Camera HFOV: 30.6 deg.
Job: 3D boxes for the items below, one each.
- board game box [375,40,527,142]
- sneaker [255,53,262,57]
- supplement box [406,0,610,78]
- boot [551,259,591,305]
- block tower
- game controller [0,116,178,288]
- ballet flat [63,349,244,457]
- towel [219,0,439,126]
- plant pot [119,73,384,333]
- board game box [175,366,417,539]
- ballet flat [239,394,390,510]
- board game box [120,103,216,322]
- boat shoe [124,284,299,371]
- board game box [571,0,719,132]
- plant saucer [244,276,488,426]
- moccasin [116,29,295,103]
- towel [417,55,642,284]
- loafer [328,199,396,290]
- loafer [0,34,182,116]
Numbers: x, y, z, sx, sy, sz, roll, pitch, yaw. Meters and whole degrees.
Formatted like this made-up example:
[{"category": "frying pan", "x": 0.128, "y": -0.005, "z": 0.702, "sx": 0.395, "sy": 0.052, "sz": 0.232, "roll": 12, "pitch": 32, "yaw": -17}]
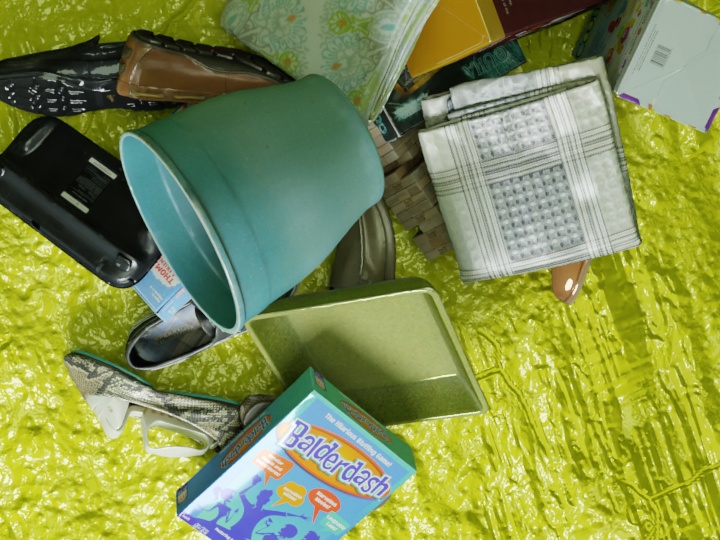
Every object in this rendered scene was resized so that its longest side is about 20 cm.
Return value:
[{"category": "board game box", "x": 0.072, "y": -0.233, "z": 1.345, "sx": 0.199, "sy": 0.028, "sz": 0.136, "roll": -32, "pitch": 100, "yaw": -32}, {"category": "sneaker", "x": -0.061, "y": -0.279, "z": 1.330, "sx": 0.087, "sy": 0.081, "sz": 0.202, "roll": 9, "pitch": 91, "yaw": -13}, {"category": "supplement box", "x": 0.125, "y": -0.324, "z": 1.298, "sx": 0.199, "sy": 0.132, "sz": 0.199, "roll": -25, "pitch": 96, "yaw": -33}, {"category": "boot", "x": 0.170, "y": -0.066, "z": 1.400, "sx": 0.153, "sy": 0.074, "sz": 0.203, "roll": 2, "pitch": 93, "yaw": -4}, {"category": "block tower", "x": 0.041, "y": -0.110, "z": 1.364, "sx": 0.201, "sy": 0.058, "sz": 0.054, "roll": 55, "pitch": 45, "yaw": -10}, {"category": "game controller", "x": -0.271, "y": -0.070, "z": 1.291, "sx": 0.199, "sy": 0.042, "sz": 0.105, "roll": 35, "pitch": 69, "yaw": 14}, {"category": "ballet flat", "x": -0.212, "y": 0.144, "z": 1.331, "sx": 0.198, "sy": 0.068, "sz": 0.076, "roll": 21, "pitch": 66, "yaw": -13}, {"category": "towel", "x": -0.028, "y": -0.257, "z": 1.241, "sx": 0.199, "sy": 0.048, "sz": 0.172, "roll": 36, "pitch": 114, "yaw": 16}, {"category": "plant pot", "x": -0.087, "y": -0.076, "z": 1.193, "sx": 0.187, "sy": 0.200, "sz": 0.202, "roll": -30, "pitch": 99, "yaw": -19}, {"category": "board game box", "x": -0.065, "y": 0.213, "z": 1.331, "sx": 0.200, "sy": 0.045, "sz": 0.152, "roll": -44, "pitch": 116, "yaw": 15}, {"category": "ballet flat", "x": -0.047, "y": 0.187, "z": 1.375, "sx": 0.199, "sy": 0.046, "sz": 0.068, "roll": 35, "pitch": 96, "yaw": -24}, {"category": "board game box", "x": -0.172, "y": -0.072, "z": 1.313, "sx": 0.200, "sy": 0.037, "sz": 0.151, "roll": -43, "pitch": 71, "yaw": -6}, {"category": "boat shoe", "x": -0.148, "y": 0.047, "z": 1.317, "sx": 0.199, "sy": 0.057, "sz": 0.069, "roll": -28, "pitch": 104, "yaw": 12}, {"category": "board game box", "x": 0.300, "y": -0.227, "z": 1.330, "sx": 0.102, "sy": 0.200, "sz": 0.106, "roll": 20, "pitch": 108, "yaw": -11}, {"category": "plant saucer", "x": 0.011, "y": 0.078, "z": 1.317, "sx": 0.198, "sy": 0.048, "sz": 0.201, "roll": -9, "pitch": 136, "yaw": 18}, {"category": "moccasin", "x": -0.135, "y": -0.172, "z": 1.272, "sx": 0.199, "sy": 0.074, "sz": 0.078, "roll": 6, "pitch": 113, "yaw": -30}, {"category": "towel", "x": 0.164, "y": -0.096, "z": 1.288, "sx": 0.191, "sy": 0.035, "sz": 0.202, "roll": -11, "pitch": 104, "yaw": 18}, {"category": "loafer", "x": 0.000, "y": 0.000, "z": 1.362, "sx": 0.067, "sy": 0.076, "sz": 0.202, "roll": -11, "pitch": 96, "yaw": -14}, {"category": "loafer", "x": -0.267, "y": -0.197, "z": 1.310, "sx": 0.198, "sy": 0.068, "sz": 0.071, "roll": -3, "pitch": 60, "yaw": -8}]
